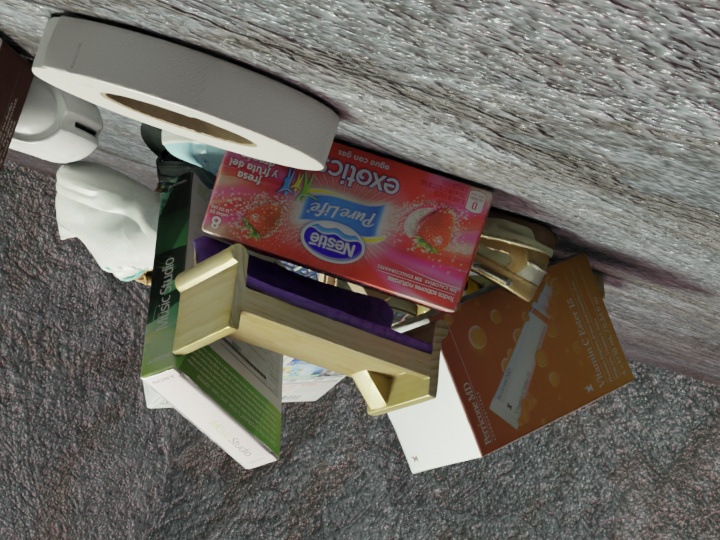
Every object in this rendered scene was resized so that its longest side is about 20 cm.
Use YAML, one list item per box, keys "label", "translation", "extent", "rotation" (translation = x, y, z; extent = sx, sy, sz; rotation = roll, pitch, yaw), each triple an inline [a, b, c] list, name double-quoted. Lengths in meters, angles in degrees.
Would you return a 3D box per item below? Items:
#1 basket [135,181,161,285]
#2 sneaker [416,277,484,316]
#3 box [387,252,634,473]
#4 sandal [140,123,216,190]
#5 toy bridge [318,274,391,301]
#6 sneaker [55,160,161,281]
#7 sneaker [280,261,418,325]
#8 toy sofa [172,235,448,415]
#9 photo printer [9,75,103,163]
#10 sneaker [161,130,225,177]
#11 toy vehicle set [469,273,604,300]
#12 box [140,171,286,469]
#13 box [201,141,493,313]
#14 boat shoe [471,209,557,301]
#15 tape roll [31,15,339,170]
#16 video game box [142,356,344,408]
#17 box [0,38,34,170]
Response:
- label: "basket"
  translation: [-0.100, -0.030, 1.556]
  extent: [0.143, 0.149, 0.200]
  rotation: [17, 177, 28]
- label: "sneaker"
  translation: [0.127, 0.052, 1.522]
  extent: [0.090, 0.075, 0.200]
  rotation: [7, 169, 32]
- label: "box"
  translation: [0.120, 0.077, 1.409]
  extent: [0.200, 0.125, 0.097]
  rotation: [-21, 180, -39]
- label: "sandal"
  translation: [-0.128, -0.069, 1.407]
  extent: [0.200, 0.048, 0.075]
  rotation: [37, 155, 25]
- label: "toy bridge"
  translation: [0.000, 0.000, 1.379]
  extent: [0.027, 0.067, 0.200]
  rotation: [-28, 172, -36]
- label: "sneaker"
  translation: [-0.192, -0.023, 1.455]
  extent: [0.200, 0.089, 0.075]
  rotation: [28, -153, 29]
- label: "sneaker"
  translation: [-0.035, 0.007, 1.497]
  extent: [0.200, 0.077, 0.085]
  rotation: [25, -143, -30]
- label: "toy sofa"
  translation: [-0.035, 0.034, 1.233]
  extent: [0.200, 0.098, 0.083]
  rotation: [21, 153, -31]
- label: "photo printer"
  translation: [-0.324, -0.149, 1.424]
  extent: [0.200, 0.070, 0.166]
  rotation: [17, 179, 1]
- label: "sneaker"
  translation: [-0.080, -0.067, 1.333]
  extent: [0.200, 0.082, 0.074]
  rotation: [17, 177, 18]
- label: "toy vehicle set"
  translation: [0.134, 0.040, 1.641]
  extent: [0.200, 0.027, 0.124]
  rotation: [-1, 158, -6]
- label: "box"
  translation: [-0.113, 0.039, 1.307]
  extent: [0.036, 0.200, 0.144]
  rotation: [-22, 135, 22]
- label: "box"
  translation: [-0.009, -0.041, 1.243]
  extent: [0.200, 0.095, 0.103]
  rotation: [18, 178, 2]
- label: "boat shoe"
  translation: [0.060, -0.023, 1.361]
  extent: [0.200, 0.076, 0.072]
  rotation: [17, 178, 29]
- label: "tape roll"
  translation: [-0.113, -0.113, 1.061]
  extent: [0.202, 0.037, 0.203]
  rotation: [19, 178, 1]
- label: "video game box"
  translation: [-0.093, 0.084, 1.637]
  extent: [0.200, 0.047, 0.182]
  rotation: [0, 157, -32]
- label: "box"
  translation: [-0.383, -0.124, 1.257]
  extent: [0.200, 0.166, 0.164]
  rotation: [19, 177, 1]
